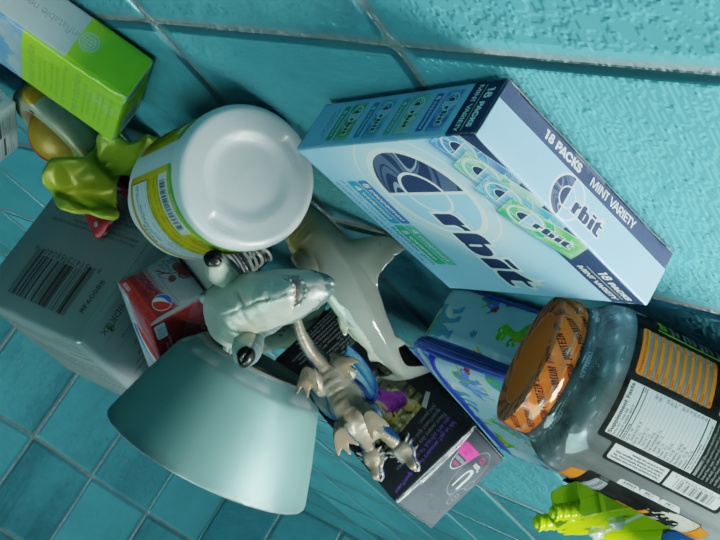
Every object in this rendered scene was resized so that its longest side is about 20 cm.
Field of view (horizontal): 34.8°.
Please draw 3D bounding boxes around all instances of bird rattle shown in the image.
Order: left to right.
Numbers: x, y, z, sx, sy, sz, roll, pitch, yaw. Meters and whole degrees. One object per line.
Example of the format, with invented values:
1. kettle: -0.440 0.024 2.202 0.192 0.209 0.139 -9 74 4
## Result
1. bird rattle: -0.276 -0.123 1.145 0.163 0.113 0.200 49 172 -12

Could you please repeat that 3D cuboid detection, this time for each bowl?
1. bowl: -0.117 0.128 1.053 0.200 0.105 0.201 28 -179 -1

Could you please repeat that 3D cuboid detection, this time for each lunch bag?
1. lunch bag: 0.147 0.105 0.998 0.161 0.083 0.200 21 159 44

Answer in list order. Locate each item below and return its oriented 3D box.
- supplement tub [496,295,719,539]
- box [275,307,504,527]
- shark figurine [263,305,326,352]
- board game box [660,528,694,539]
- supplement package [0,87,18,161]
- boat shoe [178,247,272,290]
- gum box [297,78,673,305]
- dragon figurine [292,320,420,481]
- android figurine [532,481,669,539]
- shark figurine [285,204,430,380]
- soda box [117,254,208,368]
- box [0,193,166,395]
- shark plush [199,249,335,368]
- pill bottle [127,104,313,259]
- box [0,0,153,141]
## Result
1. supplement tub: 0.202 0.103 0.783 0.200 0.123 0.123 27 164 -3
2. box: 0.029 0.135 1.129 0.200 0.106 0.122 47 179 30
3. shark figurine: -0.047 0.068 1.264 0.214 0.128 0.090 31 -166 -42
4. board game box: 0.340 0.240 0.884 0.199 0.056 0.196 2 167 20
5. supplement package: -0.446 -0.180 1.126 0.200 0.111 0.156 46 162 -3
6. boat shoe: -0.123 -0.015 1.106 0.075 0.093 0.200 64 160 -12
7. gum box: 0.075 -0.047 0.752 0.170 0.045 0.200 41 161 -28
8. dragon figurine: -0.017 0.104 1.006 0.200 0.059 0.099 57 -179 2
9. android figurine: 0.243 0.192 0.946 0.199 0.041 0.182 -3 158 -13
10. shark figurine: 0.011 0.017 0.982 0.215 0.089 0.128 55 -177 -11
11. soda box: -0.180 0.076 1.144 0.070 0.063 0.200 47 157 32
12. box: -0.266 0.020 1.288 0.199 0.200 0.171 17 155 40
13. shark plush: -0.081 0.039 0.932 0.200 0.083 0.091 124 126 -67
14. pill bottle: -0.126 -0.066 0.942 0.111 0.111 0.200 38 163 -19
15. box: -0.271 -0.195 0.947 0.200 0.048 0.122 35 163 -8
